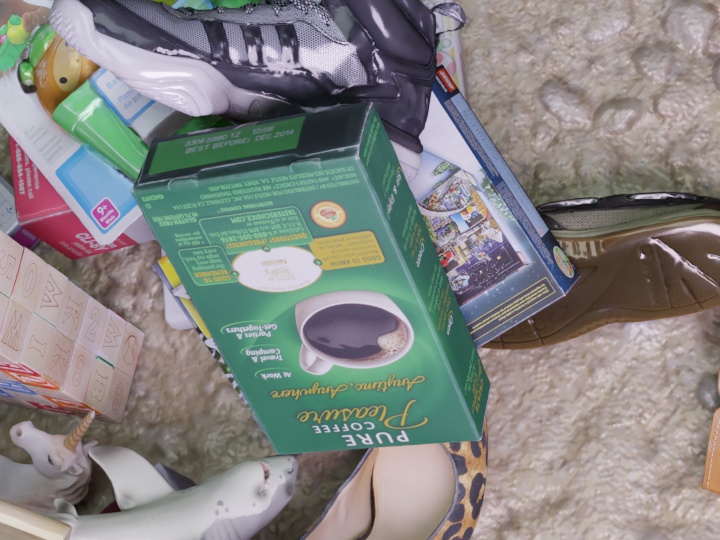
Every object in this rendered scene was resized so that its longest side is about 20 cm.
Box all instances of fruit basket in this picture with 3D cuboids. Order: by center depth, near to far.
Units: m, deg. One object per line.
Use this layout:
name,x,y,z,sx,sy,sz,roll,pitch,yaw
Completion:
fruit basket,-0.133,-0.147,0.962,0.185,0.094,0.200,-40,87,2

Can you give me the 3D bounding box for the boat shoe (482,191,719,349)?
boat shoe,0.118,-0.003,0.985,0.198,0.065,0.074,-4,110,16

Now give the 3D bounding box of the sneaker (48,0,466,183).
sneaker,-0.046,-0.125,0.874,0.199,0.075,0.114,21,96,-15

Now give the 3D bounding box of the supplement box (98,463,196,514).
supplement box,-0.150,0.216,0.991,0.200,0.061,0.109,-41,66,1

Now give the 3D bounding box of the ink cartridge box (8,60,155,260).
ink cartridge box,-0.103,-0.104,1.050,0.199,0.083,0.146,-13,69,12

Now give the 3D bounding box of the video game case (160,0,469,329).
video game case,-0.029,-0.069,1.073,0.199,0.023,0.183,-11,69,12

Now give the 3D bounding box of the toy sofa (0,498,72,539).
toy sofa,-0.210,0.205,0.900,0.082,0.098,0.201,20,110,5

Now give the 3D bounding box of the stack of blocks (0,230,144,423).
stack of blocks,-0.216,0.028,0.998,0.114,0.200,0.059,9,75,18

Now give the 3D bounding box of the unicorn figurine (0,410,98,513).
unicorn figurine,-0.240,0.142,1.044,0.137,0.074,0.201,25,94,13

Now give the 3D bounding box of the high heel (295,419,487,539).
high heel,0.010,0.120,0.931,0.071,0.143,0.201,20,78,23

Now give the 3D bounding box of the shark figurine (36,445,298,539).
shark figurine,-0.146,0.150,0.939,0.213,0.090,0.129,4,39,6

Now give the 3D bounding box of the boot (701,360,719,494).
boot,0.270,0.045,0.928,0.154,0.077,0.201,11,82,24

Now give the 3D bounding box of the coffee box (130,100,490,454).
coffee box,-0.019,0.011,0.886,0.122,0.201,0.044,-8,42,22

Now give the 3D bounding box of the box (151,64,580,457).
box,0.000,0.000,0.968,0.199,0.038,0.137,-32,93,25

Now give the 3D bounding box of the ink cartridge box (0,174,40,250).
ink cartridge box,-0.304,0.003,1.121,0.200,0.042,0.119,-46,66,-5
